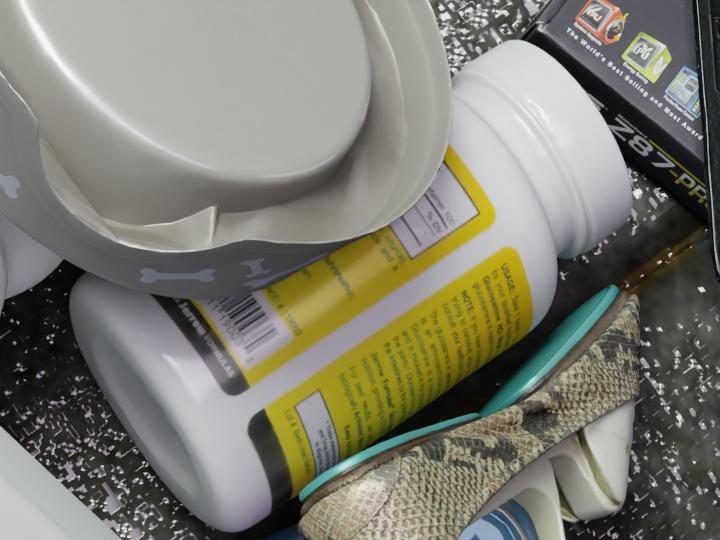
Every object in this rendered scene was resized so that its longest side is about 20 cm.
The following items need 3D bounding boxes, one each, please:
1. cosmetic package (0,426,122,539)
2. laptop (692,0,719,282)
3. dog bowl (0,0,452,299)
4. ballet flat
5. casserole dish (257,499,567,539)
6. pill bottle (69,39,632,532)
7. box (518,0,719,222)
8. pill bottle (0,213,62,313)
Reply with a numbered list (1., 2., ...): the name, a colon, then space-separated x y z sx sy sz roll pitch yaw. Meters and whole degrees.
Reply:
1. cosmetic package: -0.146 0.165 0.846 0.199 0.123 0.200 -46 110 -3
2. laptop: 0.238 -0.090 0.999 0.199 0.103 0.178 1 76 -13
3. dog bowl: -0.066 -0.079 0.876 0.199 0.059 0.201 22 46 -25
4. ballet flat: 0.056 0.074 0.959 0.200 0.068 0.075 -30 82 -47
5. casserole dish: 0.002 0.149 0.978 0.199 0.039 0.122 -21 80 -14
6. pill bottle: 0.000 0.000 0.975 0.199 0.112 0.113 -33 84 -17
7. box: 0.185 -0.087 1.065 0.200 0.049 0.161 39 69 -1
8. pill bottle: -0.145 -0.065 0.928 0.110 0.111 0.201 14 48 -7
